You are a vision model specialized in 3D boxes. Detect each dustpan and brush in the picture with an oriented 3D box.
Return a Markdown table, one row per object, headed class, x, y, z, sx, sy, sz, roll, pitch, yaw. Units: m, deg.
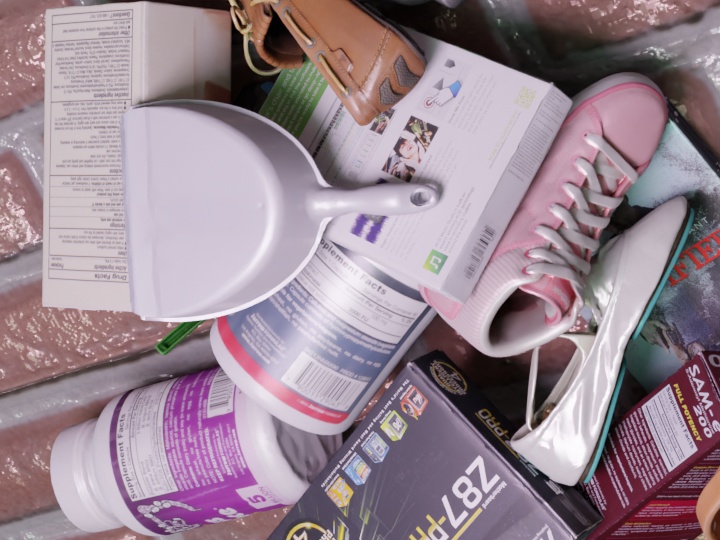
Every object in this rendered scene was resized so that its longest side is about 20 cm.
| class | x | y | z | sx | sy | sz | roll | pitch | yaw |
| --- | --- | --- | --- | --- | --- | --- | --- | --- | --- |
| dustpan and brush | -0.050 | -0.040 | 1.307 | 0.200 | 0.057 | 0.140 | -2 | 93 | 32 |

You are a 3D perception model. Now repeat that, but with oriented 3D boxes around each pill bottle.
| class | x | y | z | sx | sy | sz | roll | pitch | yaw |
| --- | --- | --- | --- | --- | --- | --- | --- | --- | --- |
| pill bottle | 0.000 | 0.000 | 1.419 | 0.120 | 0.120 | 0.200 | 37 | 109 | -1 |
| pill bottle | -0.122 | 0.131 | 1.544 | 0.200 | 0.112 | 0.112 | -16 | 109 | 28 |

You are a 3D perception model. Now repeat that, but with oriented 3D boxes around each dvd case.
| class | x | y | z | sx | sy | sz | roll | pitch | yaw |
| --- | --- | --- | --- | --- | --- | --- | --- | --- | --- |
| dvd case | 0.208 | 0.001 | 1.406 | 0.146 | 0.022 | 0.200 | -35 | 100 | 31 |

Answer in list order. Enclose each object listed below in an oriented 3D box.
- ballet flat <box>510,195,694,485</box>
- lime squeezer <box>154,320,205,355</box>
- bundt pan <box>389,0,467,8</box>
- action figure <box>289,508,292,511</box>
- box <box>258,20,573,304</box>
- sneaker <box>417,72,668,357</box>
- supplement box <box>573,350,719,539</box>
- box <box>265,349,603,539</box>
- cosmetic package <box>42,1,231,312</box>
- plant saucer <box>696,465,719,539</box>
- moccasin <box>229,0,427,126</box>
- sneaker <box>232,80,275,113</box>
| class | x | y | z | sx | sy | sz | roll | pitch | yaw |
| --- | --- | --- | --- | --- | --- | --- | --- | --- | --- |
| ballet flat | 0.150 | 0.039 | 1.356 | 0.069 | 0.069 | 0.200 | 22 | 95 | 9 |
| lime squeezer | -0.067 | -0.018 | 1.478 | 0.200 | 0.071 | 0.038 | -45 | 67 | 3 |
| bundt pan | 0.039 | -0.250 | 1.307 | 0.202 | 0.076 | 0.202 | 8 | 119 | 15 |
| action figure | 0.045 | 0.185 | 1.519 | 0.200 | 0.102 | 0.119 | -13 | 109 | 36 |
| box | 0.019 | -0.080 | 1.335 | 0.200 | 0.036 | 0.144 | 27 | 87 | 36 |
| sneaker | 0.129 | -0.026 | 1.315 | 0.200 | 0.105 | 0.075 | -45 | 125 | 8 |
| supplement box | 0.208 | 0.130 | 1.403 | 0.200 | 0.109 | 0.061 | -45 | 54 | 40 |
| box | 0.042 | 0.178 | 1.428 | 0.161 | 0.049 | 0.200 | 46 | 119 | 14 |
| cosmetic package | -0.147 | -0.074 | 1.405 | 0.103 | 0.087 | 0.200 | 4 | 93 | 41 |
| plant saucer | 0.306 | 0.118 | 1.352 | 0.200 | 0.200 | 0.032 | -40 | 58 | 32 |
| moccasin | -0.043 | -0.158 | 1.346 | 0.078 | 0.074 | 0.201 | -47 | 61 | 0 |
| sneaker | -0.116 | -0.056 | 1.468 | 0.082 | 0.073 | 0.200 | 34 | 121 | 6 |
